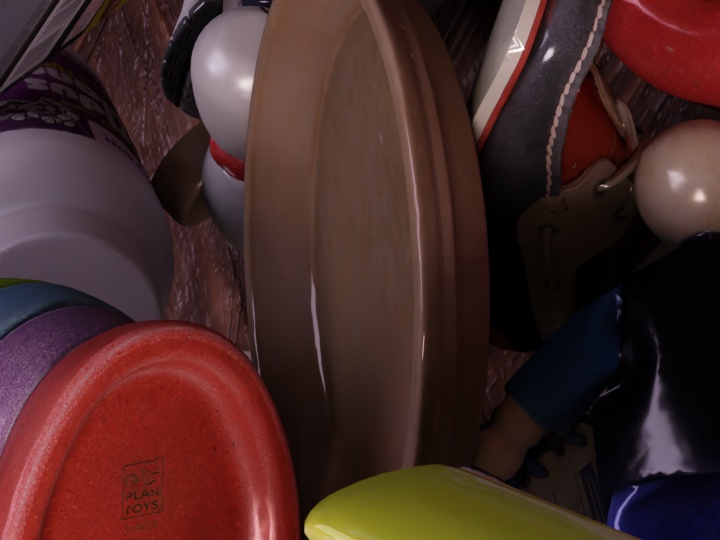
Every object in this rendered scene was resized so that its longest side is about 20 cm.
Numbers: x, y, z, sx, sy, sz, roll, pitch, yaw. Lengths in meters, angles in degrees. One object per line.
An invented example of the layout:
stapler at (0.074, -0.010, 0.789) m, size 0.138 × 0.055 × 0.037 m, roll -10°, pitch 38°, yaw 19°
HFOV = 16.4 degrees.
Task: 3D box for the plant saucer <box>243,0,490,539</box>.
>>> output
plant saucer at (0.000, 0.000, 0.766) m, size 0.200 × 0.029 × 0.201 m, roll 177°, pitch 90°, yaw -75°

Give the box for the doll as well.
doll at (0.099, 0.054, 0.712) m, size 0.048 × 0.136 × 0.201 m, roll 40°, pitch -132°, yaw -72°

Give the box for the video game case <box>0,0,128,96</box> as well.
video game case at (-0.066, -0.162, 0.942) m, size 0.200 × 0.025 × 0.181 m, roll -48°, pitch -1°, yaw 40°

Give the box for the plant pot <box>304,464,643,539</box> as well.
plant pot at (0.057, 0.167, 0.573) m, size 0.199 × 0.200 × 0.182 m, roll 20°, pitch 73°, yaw 28°

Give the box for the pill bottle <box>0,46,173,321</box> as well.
pill bottle at (-0.134, -0.016, 0.981) m, size 0.200 × 0.112 × 0.113 m, roll -122°, pitch 49°, yaw -61°

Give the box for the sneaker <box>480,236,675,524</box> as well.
sneaker at (0.067, 0.066, 0.780) m, size 0.201 × 0.088 × 0.075 m, roll -68°, pitch 27°, yaw 17°

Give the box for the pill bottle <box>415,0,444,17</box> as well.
pill bottle at (0.041, -0.179, 0.894) m, size 0.200 × 0.111 × 0.111 m, roll -51°, pitch 38°, yaw 42°

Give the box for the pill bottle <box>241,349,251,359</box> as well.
pill bottle at (-0.089, 0.105, 1.037) m, size 0.200 × 0.112 × 0.113 m, roll -38°, pitch 48°, yaw 52°

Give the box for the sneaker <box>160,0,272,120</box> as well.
sneaker at (-0.022, -0.146, 1.068) m, size 0.200 × 0.074 × 0.087 m, roll -53°, pitch 25°, yaw 29°

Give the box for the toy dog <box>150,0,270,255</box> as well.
toy dog at (-0.017, -0.055, 0.953) m, size 0.096 × 0.132 × 0.200 m, roll -47°, pitch 8°, yaw -15°

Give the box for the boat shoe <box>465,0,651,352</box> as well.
boat shoe at (0.060, -0.031, 0.776) m, size 0.200 × 0.062 × 0.071 m, roll 98°, pitch -167°, yaw -62°

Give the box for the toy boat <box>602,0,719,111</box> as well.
toy boat at (0.120, -0.128, 0.702) m, size 0.200 × 0.130 × 0.131 m, roll -36°, pitch 49°, yaw 53°

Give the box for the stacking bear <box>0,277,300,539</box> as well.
stacking bear at (-0.130, 0.056, 0.815) m, size 0.200 × 0.121 × 0.114 m, roll 11°, pitch 103°, yaw 43°
